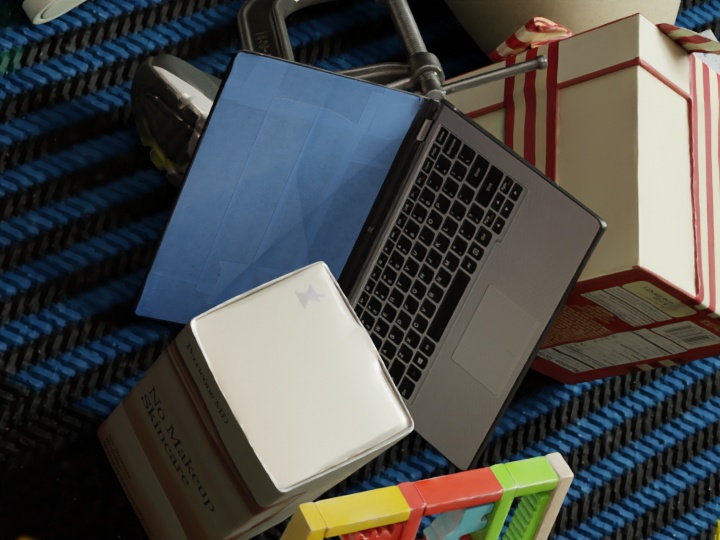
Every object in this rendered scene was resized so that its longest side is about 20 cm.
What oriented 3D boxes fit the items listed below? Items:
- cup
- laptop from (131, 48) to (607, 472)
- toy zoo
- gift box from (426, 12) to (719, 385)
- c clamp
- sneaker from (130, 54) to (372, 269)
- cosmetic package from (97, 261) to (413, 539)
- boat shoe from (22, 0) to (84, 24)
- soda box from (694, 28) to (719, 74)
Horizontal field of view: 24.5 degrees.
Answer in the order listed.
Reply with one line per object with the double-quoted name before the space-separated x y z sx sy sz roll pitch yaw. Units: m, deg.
"cup" 0.142 -0.203 1.133 0.200 0.200 0.144 -24 104 -30
"laptop" 0.000 0.000 0.955 0.200 0.188 0.116 40 32 24
"toy zoo" 0.017 0.171 0.949 0.199 0.132 0.020 -7 44 -27
"gift box" 0.166 -0.048 1.042 0.184 0.199 0.188 28 56 -48
"c clamp" 0.007 -0.146 1.055 0.170 0.027 0.200 -16 36 -6
"sneaker" -0.057 -0.072 1.052 0.200 0.074 0.085 41 53 -14
"cosmetic package" -0.064 0.086 0.902 0.087 0.200 0.104 -24 78 -30
"boat shoe" -0.147 -0.233 1.068 0.201 0.072 0.060 -39 93 -27
"soda box" 0.260 -0.066 1.186 0.068 0.063 0.201 -25 82 -31
